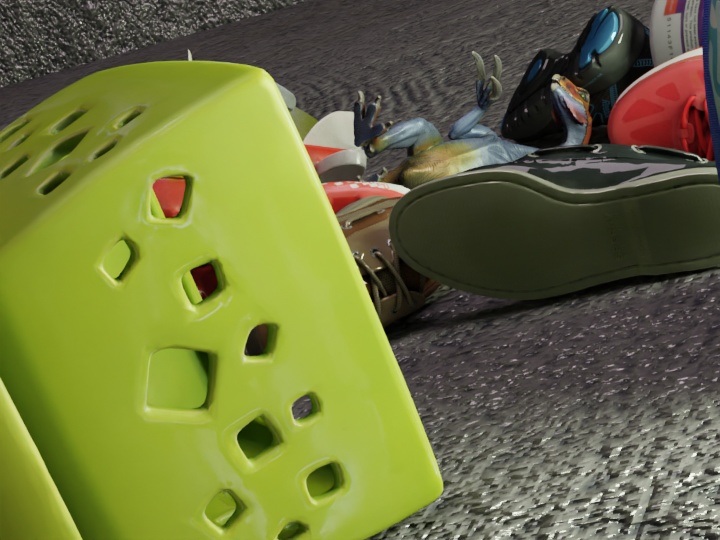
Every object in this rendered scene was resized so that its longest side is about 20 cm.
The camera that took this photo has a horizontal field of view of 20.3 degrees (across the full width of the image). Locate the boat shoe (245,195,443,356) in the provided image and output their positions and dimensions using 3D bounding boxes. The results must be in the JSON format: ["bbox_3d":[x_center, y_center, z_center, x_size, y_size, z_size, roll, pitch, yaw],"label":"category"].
[{"bbox_3d":[0.000,0.000,1.124,0.071,0.076,0.200,-7,18,30],"label":"boat shoe"}]

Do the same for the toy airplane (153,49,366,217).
[{"bbox_3d":[-0.092,-0.086,1.438,0.199,0.142,0.199,-29,-17,31],"label":"toy airplane"}]

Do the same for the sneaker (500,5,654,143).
[{"bbox_3d":[0.165,-0.123,1.454,0.074,0.082,0.200,-66,14,-16],"label":"sneaker"}]

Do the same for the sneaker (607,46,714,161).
[{"bbox_3d":[0.223,-0.089,1.187,0.199,0.079,0.115,-11,13,32],"label":"sneaker"}]

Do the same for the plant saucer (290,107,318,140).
[{"bbox_3d":[-0.123,-0.091,1.719,0.199,0.048,0.200,-17,13,4],"label":"plant saucer"}]

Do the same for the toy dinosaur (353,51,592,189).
[{"bbox_3d":[0.069,-0.082,1.360,0.181,0.106,0.199,-2,-15,-45],"label":"toy dinosaur"}]

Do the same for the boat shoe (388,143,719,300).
[{"bbox_3d":[0.116,-0.033,1.086,0.198,0.075,0.066,-8,18,19],"label":"boat shoe"}]

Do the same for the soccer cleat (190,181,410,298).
[{"bbox_3d":[-0.039,-0.029,1.296,0.199,0.069,0.085,-15,29,31],"label":"soccer cleat"}]

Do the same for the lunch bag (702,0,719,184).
[{"bbox_3d":[0.233,-0.086,0.883,0.127,0.201,0.170,-22,13,-17],"label":"lunch bag"}]

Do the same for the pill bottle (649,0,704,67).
[{"bbox_3d":[0.295,-0.158,1.298,0.111,0.112,0.199,-28,16,-38],"label":"pill bottle"}]

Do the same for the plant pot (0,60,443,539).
[{"bbox_3d":[-0.112,0.041,0.843,0.181,0.201,0.199,-31,17,-23],"label":"plant pot"}]
